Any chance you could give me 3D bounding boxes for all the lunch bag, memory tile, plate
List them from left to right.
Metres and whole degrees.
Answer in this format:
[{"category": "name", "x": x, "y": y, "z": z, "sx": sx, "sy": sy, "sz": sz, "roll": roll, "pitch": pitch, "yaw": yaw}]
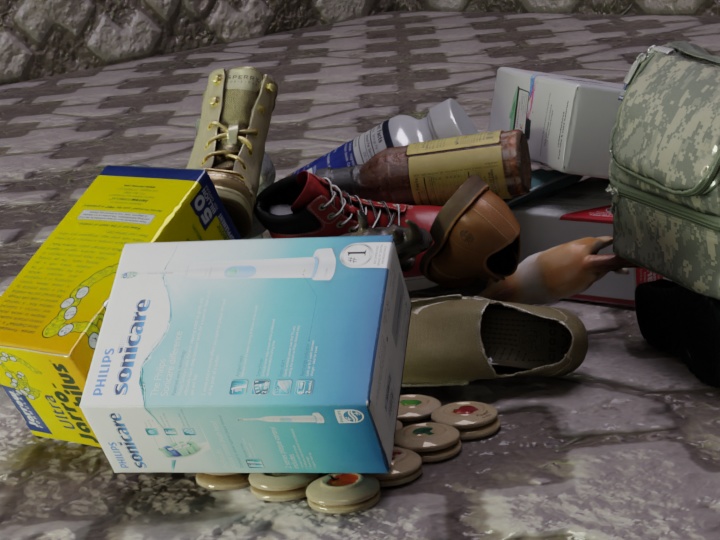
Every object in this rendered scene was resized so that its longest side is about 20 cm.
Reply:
[{"category": "memory tile", "x": -0.008, "y": 0.123, "z": 1.198, "sx": 0.153, "sy": 0.017, "sz": 0.200, "roll": 6, "pitch": 18, "yaw": 37}, {"category": "plate", "x": 0.125, "y": -0.056, "z": 1.631, "sx": 0.200, "sy": 0.026, "sz": 0.200, "roll": -27, "pitch": -7, "yaw": -4}, {"category": "lunch bag", "x": 0.279, "y": -0.082, "z": 1.276, "sx": 0.139, "sy": 0.168, "sz": 0.200, "roll": -7, "pitch": 16, "yaw": -18}]

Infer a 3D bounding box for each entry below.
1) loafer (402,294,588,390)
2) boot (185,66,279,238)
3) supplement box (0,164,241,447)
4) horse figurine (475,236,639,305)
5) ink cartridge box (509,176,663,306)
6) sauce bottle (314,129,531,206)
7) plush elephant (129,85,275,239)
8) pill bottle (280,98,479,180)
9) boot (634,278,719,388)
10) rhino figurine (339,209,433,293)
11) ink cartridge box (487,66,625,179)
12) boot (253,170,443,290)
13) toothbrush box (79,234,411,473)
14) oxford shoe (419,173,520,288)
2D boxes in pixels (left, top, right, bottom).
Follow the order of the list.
[{"category": "loafer", "x": 0.080, "y": 0.052, "z": 1.298, "sx": 0.199, "sy": 0.076, "sz": 0.067, "roll": -5, "pitch": -9, "yaw": -2}, {"category": "boot", "x": -0.113, "y": -0.103, "z": 1.427, "sx": 0.073, "sy": 0.156, "sz": 0.200, "roll": 13, "pitch": -9, "yaw": -2}, {"category": "supplement box", "x": -0.186, "y": 0.025, "z": 1.290, "sx": 0.109, "sy": 0.109, "sz": 0.200, "roll": 5, "pitch": 48, "yaw": 35}, {"category": "horse figurine", "x": 0.167, "y": 0.006, "z": 1.417, "sx": 0.200, "sy": 0.050, "sz": 0.132, "roll": -20, "pitch": -4, "yaw": 41}, {"category": "ink cartridge box", "x": 0.253, "y": -0.037, "z": 1.587, "sx": 0.144, "sy": 0.084, "sz": 0.200, "roll": 7, "pitch": 20, "yaw": 41}, {"category": "sauce bottle", "x": 0.056, "y": -0.088, "z": 1.546, "sx": 0.199, "sy": 0.066, "sz": 0.066, "roll": -5, "pitch": 14, "yaw": 17}, {"category": "plush elephant", "x": -0.178, "y": -0.074, "z": 1.702, "sx": 0.154, "sy": 0.200, "sz": 0.165, "roll": -12, "pitch": 49, "yaw": -12}, {"category": "pill bottle", "x": 0.026, "y": -0.082, "z": 1.645, "sx": 0.200, "sy": 0.116, "sz": 0.116, "roll": -27, "pitch": 9, "yaw": 16}, {"category": "boot", "x": 0.327, "y": 0.029, "z": 1.321, "sx": 0.168, "sy": 0.077, "sz": 0.200, "roll": -11, "pitch": 9, "yaw": -9}, {"category": "rhino figurine", "x": 0.000, "y": 0.000, "z": 1.385, "sx": 0.087, "sy": 0.060, "sz": 0.200, "roll": 12, "pitch": -25, "yaw": -19}, {"category": "ink cartridge box", "x": 0.224, "y": -0.138, "z": 1.595, "sx": 0.144, "sy": 0.084, "sz": 0.200, "roll": 6, "pitch": 10, "yaw": -18}, {"category": "boot", "x": 0.012, "y": -0.045, "z": 1.484, "sx": 0.199, "sy": 0.144, "sz": 0.073, "roll": -8, "pitch": 57, "yaw": 10}, {"category": "toothbrush box", "x": -0.074, "y": 0.058, "z": 1.146, "sx": 0.199, "sy": 0.085, "sz": 0.147, "roll": -2, "pitch": 50, "yaw": 12}, {"category": "oxford shoe", "x": 0.096, "y": -0.013, "z": 1.392, "sx": 0.071, "sy": 0.071, "sz": 0.200, "roll": -48, "pitch": -9, "yaw": -10}]
